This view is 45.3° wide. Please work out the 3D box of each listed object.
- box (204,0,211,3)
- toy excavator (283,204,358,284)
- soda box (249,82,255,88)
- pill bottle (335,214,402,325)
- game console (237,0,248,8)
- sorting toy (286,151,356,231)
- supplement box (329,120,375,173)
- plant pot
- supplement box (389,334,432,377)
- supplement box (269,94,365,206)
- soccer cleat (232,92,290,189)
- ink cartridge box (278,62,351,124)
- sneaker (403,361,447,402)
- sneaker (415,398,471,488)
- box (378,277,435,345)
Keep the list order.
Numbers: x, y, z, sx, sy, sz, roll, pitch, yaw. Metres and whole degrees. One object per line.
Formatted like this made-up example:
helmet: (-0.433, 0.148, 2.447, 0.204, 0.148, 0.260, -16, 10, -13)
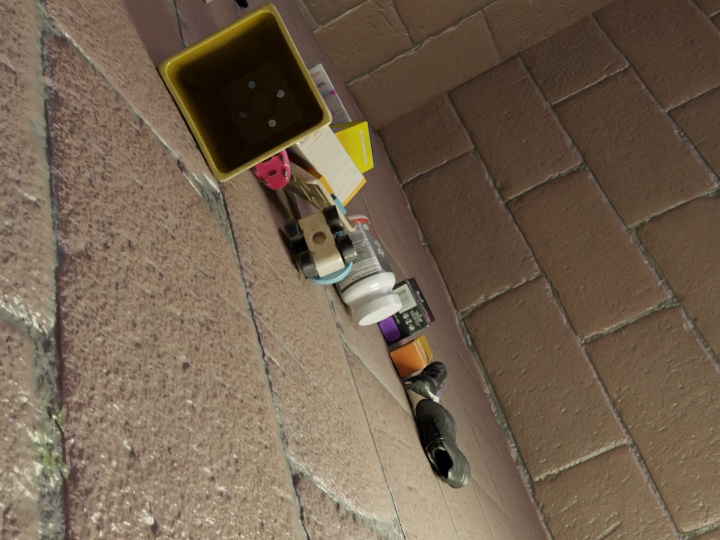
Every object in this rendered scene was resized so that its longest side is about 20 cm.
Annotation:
box: (-0.345, -0.672, 1.815, 0.200, 0.075, 0.050, 59, 10, -21)
toy excavator: (-0.074, -0.048, 1.574, 0.200, 0.100, 0.195, 77, -9, -65)
soda box: (-0.198, -0.318, 1.673, 0.200, 0.063, 0.069, 57, 11, -36)
pill bottle: (0.000, 0.000, 1.717, 0.201, 0.116, 0.116, 66, 10, 15)
game console: (-0.318, -0.811, 2.218, 0.176, 0.116, 0.200, 66, 10, 19)
sorting toy: (-0.102, -0.165, 1.630, 0.185, 0.037, 0.200, 36, -6, 34)
supplement box: (-0.057, -0.258, 1.898, 0.200, 0.108, 0.110, -38, 122, -62)
plant pot: (-0.165, -0.267, 1.348, 0.196, 0.194, 0.200, 62, 4, -4)
supplement box: (0.121, 0.196, 1.998, 0.069, 0.066, 0.200, 64, 10, 3)
supplement box: (-0.089, -0.224, 1.626, 0.126, 0.074, 0.200, 33, -12, 40)
soccer cleat: (-0.182, -0.239, 1.517, 0.200, 0.070, 0.086, 60, 10, -19)
ink cartridge box: (-0.116, -0.391, 2.068, 0.201, 0.128, 0.125, 62, -2, -3)
sneaker: (0.151, 0.238, 1.922, 0.076, 0.088, 0.200, 26, -6, 14)
sneaker: (0.164, 0.353, 1.796, 0.091, 0.076, 0.200, 31, 28, -55)
box: (0.100, 0.093, 2.046, 0.123, 0.106, 0.200, 64, 9, 2)
